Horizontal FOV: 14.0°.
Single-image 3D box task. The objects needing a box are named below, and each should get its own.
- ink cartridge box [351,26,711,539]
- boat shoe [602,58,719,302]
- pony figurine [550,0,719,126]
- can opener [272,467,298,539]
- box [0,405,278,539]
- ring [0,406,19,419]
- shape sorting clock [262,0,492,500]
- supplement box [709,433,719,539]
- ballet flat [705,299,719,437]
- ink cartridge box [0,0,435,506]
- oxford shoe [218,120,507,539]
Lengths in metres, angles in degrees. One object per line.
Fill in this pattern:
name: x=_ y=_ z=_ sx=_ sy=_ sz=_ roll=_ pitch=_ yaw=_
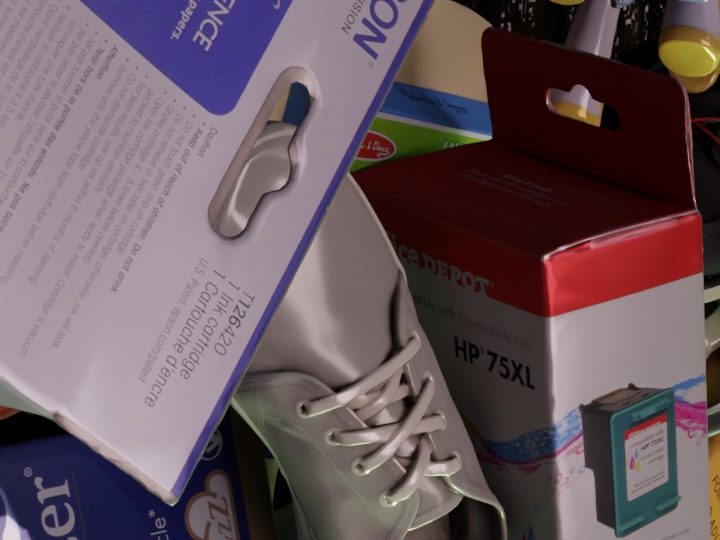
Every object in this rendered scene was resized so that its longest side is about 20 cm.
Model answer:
ink cartridge box: x=0.055 y=0.030 z=0.969 sx=0.067 sy=0.116 sz=0.200 roll=-16 pitch=111 yaw=-30
boat shoe: x=0.115 y=-0.038 z=1.076 sx=0.201 sy=0.074 sz=0.063 roll=-45 pitch=152 yaw=-67
pony figurine: x=0.107 y=-0.166 z=1.020 sx=0.193 sy=0.166 sz=0.200 roll=79 pitch=23 yaw=-63
can opener: x=0.004 y=0.152 z=1.019 sx=0.053 sy=0.067 sz=0.200 roll=-10 pitch=118 yaw=0
box: x=-0.111 y=0.114 z=0.904 sx=0.200 sy=0.032 sz=0.121 roll=-10 pitch=90 yaw=-33
ring: x=-0.124 y=-0.047 z=0.900 sx=0.200 sy=0.019 sz=0.201 roll=-18 pitch=115 yaw=-44
shape sorting clock: x=0.000 y=0.000 z=1.033 sx=0.200 sy=0.039 sz=0.200 roll=-25 pitch=126 yaw=-40
supplement box: x=0.130 y=0.079 z=1.180 sx=0.200 sy=0.069 sz=0.067 roll=-47 pitch=135 yaw=-30
ballet flat: x=0.135 y=0.029 z=1.127 sx=0.200 sy=0.068 sz=0.068 roll=-30 pitch=161 yaw=-19
ink cartridge box: x=-0.086 y=-0.072 z=0.786 sx=0.200 sy=0.047 sz=0.198 roll=42 pitch=65 yaw=-33
oxford shoe: x=0.001 y=0.043 z=0.905 sx=0.075 sy=0.058 sz=0.200 roll=-32 pitch=119 yaw=-26
